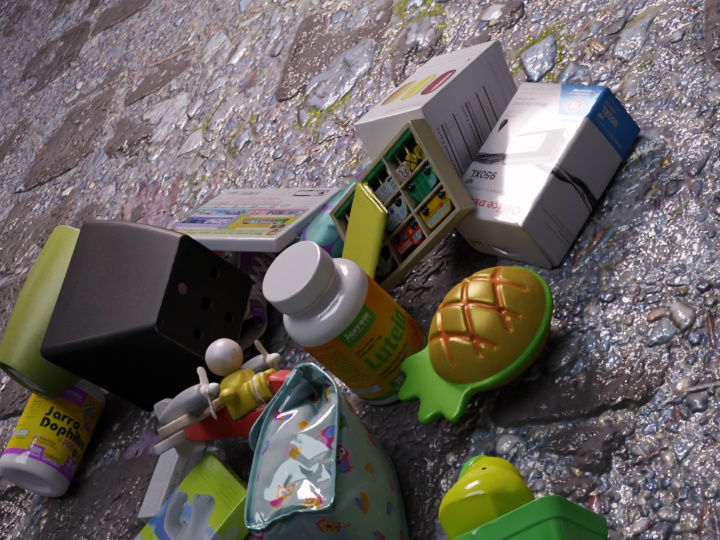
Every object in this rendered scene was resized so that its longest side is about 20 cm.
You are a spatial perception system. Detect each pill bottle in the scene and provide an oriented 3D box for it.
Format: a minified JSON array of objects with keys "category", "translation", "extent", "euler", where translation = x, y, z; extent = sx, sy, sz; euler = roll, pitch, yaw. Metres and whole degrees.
[{"category":"pill bottle","translation":[-0.434,0.216,1.713],"extent":[0.104,0.104,0.201],"euler":[-11,48,40]},{"category":"pill bottle","translation":[-0.017,0.057,1.348],"extent":[0.111,0.200,0.111],"euler":[-28,39,25]}]

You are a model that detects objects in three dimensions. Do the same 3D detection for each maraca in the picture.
[{"category":"maraca","translation":[0.122,0.078,1.264],"extent":[0.200,0.107,0.137],"euler":[-46,36,1]}]

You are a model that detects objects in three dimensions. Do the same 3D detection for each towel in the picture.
[{"category":"towel","translation":[0.000,0.000,1.442],"extent":[0.086,0.018,0.201],"euler":[-128,42,-51]}]

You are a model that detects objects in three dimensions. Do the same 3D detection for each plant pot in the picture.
[{"category":"plant pot","translation":[-0.411,0.073,1.662],"extent":[0.187,0.187,0.200],"euler":[6,55,49]},{"category":"plant pot","translation":[-0.258,0.052,1.532],"extent":[0.177,0.199,0.201],"euler":[-9,58,40]}]

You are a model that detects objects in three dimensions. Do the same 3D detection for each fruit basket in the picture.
[{"category":"fruit basket","translation":[0.117,0.248,1.081],"extent":[0.215,0.155,0.217],"euler":[-15,62,30]}]

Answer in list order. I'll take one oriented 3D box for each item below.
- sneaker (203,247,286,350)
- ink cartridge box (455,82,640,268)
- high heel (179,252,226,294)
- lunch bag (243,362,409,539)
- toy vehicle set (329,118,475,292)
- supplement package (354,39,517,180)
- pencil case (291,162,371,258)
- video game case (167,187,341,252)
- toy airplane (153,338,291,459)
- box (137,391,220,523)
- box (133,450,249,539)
[{"category":"sneaker","translation":[-0.140,0.025,1.627],"extent":[0.114,0.072,0.201],"euler":[23,84,56]},{"category":"ink cartridge box","translation":[0.209,-0.115,1.385],"extent":[0.144,0.084,0.201],"euler":[15,68,53]},{"category":"high heel","translation":[-0.272,0.001,1.793],"extent":[0.096,0.067,0.201],"euler":[15,79,41]},{"category":"lunch bag","translation":[-0.031,0.215,1.231],"extent":[0.121,0.171,0.201],"euler":[-21,41,20]},{"category":"toy vehicle set","translation":[0.045,-0.072,1.420],"extent":[0.200,0.026,0.125],"euler":[-47,66,45]},{"category":"supplement package","translation":[0.104,-0.190,1.489],"extent":[0.113,0.110,0.200],"euler":[-9,26,41]},{"category":"pencil case","translation":[-0.017,-0.045,1.553],"extent":[0.092,0.085,0.200],"euler":[43,91,11]},{"category":"video game case","translation":[-0.151,-0.070,1.625],"extent":[0.199,0.022,0.182],"euler":[2,26,29]},{"category":"toy airplane","translation":[-0.164,0.152,1.421],"extent":[0.198,0.142,0.200],"euler":[-13,6,-21]},{"category":"box","translation":[-0.231,0.236,1.536],"extent":[0.041,0.039,0.201],"euler":[-17,44,38]},{"category":"box","translation":[-0.209,0.326,1.417],"extent":[0.200,0.048,0.122],"euler":[-50,36,-7]}]
